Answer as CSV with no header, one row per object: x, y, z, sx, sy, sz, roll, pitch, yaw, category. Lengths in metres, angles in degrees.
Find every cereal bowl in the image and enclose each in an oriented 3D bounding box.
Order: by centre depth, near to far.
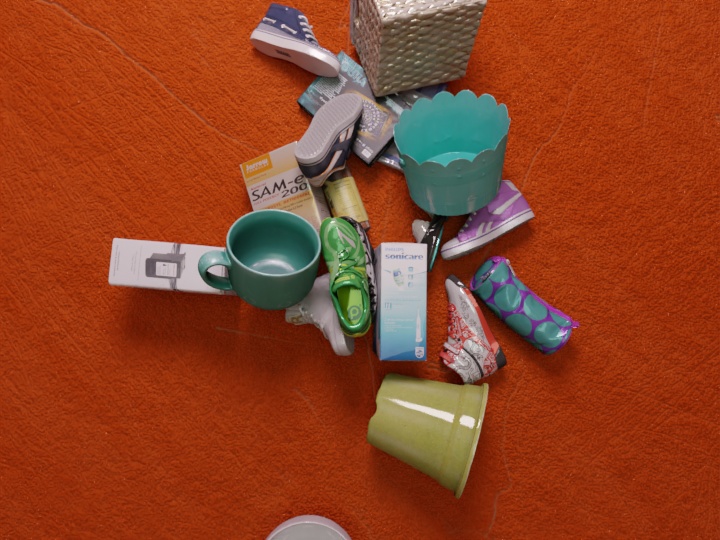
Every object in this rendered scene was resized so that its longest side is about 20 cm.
-0.096,0.550,0.979,0.197,0.083,0.203,0,87,-1,cereal bowl

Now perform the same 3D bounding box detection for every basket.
0.091,-0.444,0.935,0.197,0.199,0.163,-13,69,-8,basket

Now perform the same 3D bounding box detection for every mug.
-0.162,-0.013,0.890,0.183,0.115,0.153,13,47,-1,mug

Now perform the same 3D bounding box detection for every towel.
0.071,-0.305,1.043,0.145,0.024,0.202,25,88,0,towel

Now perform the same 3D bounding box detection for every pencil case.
0.304,0.064,0.999,0.200,0.085,0.093,41,116,0,pencil case

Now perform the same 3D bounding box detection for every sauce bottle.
-0.041,-0.163,1.017,0.065,0.066,0.202,-20,86,-1,sauce bottle

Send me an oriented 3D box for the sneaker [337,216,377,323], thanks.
0.000,0.000,0.955,0.066,0.090,0.203,-9,96,19,sneaker

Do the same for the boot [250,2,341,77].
-0.111,-0.445,1.009,0.198,0.073,0.091,26,84,14,boot

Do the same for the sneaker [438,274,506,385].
0.185,0.118,1.006,0.107,0.067,0.203,-29,91,-4,sneaker

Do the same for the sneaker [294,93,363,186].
-0.053,-0.238,0.961,0.078,0.080,0.201,16,56,25,sneaker

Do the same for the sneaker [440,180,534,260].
0.222,-0.103,1.018,0.199,0.073,0.115,-28,85,-12,sneaker

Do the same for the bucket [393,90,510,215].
0.163,-0.208,0.946,0.204,0.136,0.209,-7,50,8,bucket

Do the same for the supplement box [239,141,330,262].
-0.132,-0.121,0.995,0.125,0.073,0.202,-19,88,15,supplement box

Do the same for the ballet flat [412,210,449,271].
0.140,-0.096,1.019,0.068,0.068,0.202,22,78,10,ballet flat

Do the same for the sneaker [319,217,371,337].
-0.019,0.007,0.859,0.073,0.084,0.203,-14,84,-3,sneaker

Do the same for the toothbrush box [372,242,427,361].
0.069,0.055,0.967,0.084,0.146,0.203,2,89,-4,toothbrush box

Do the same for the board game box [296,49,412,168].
-0.009,-0.311,1.017,0.200,0.028,0.135,43,90,14,board game box

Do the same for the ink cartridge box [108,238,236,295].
-0.326,-0.004,0.967,0.197,0.145,0.085,5,87,0,ink cartridge box

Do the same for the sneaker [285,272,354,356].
-0.079,0.091,0.963,0.114,0.201,0.074,-19,128,3,sneaker

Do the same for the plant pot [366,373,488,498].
0.114,0.274,0.953,0.182,0.200,0.203,15,88,12,plant pot
